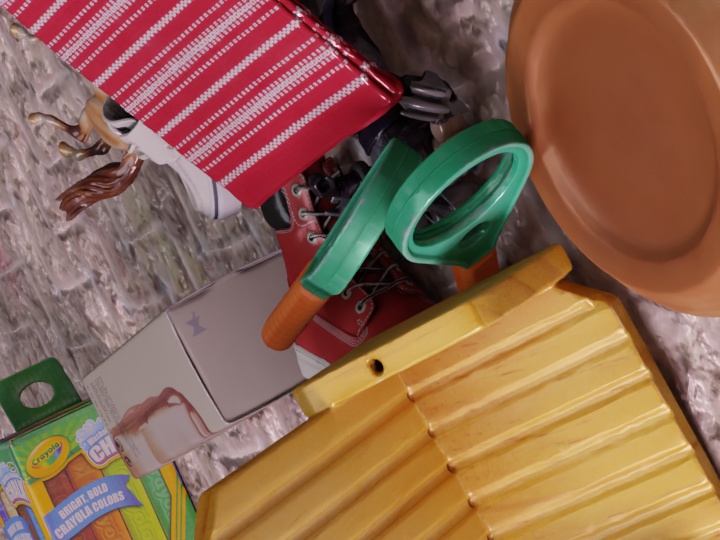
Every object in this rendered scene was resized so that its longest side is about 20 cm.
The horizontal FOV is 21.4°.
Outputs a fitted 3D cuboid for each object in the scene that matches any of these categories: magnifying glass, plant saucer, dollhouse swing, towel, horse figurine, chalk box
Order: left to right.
[{"bbox_3d":[-0.231,0.171,1.560,0.124,0.124,0.201,-22,94,61],"label":"chalk box"},{"bbox_3d":[-0.183,-0.137,1.311,0.132,0.050,0.202,2,106,40],"label":"horse figurine"},{"bbox_3d":[-0.089,-0.121,0.971,0.200,0.023,0.144,39,139,-16],"label":"towel"},{"bbox_3d":[-0.016,-0.005,1.005,0.022,0.080,0.200,30,150,-3],"label":"magnifying glass"},{"bbox_3d":[0.055,-0.018,0.952,0.022,0.079,0.200,50,174,18],"label":"magnifying glass"},{"bbox_3d":[0.054,0.127,0.914,0.181,0.176,0.201,-28,92,29],"label":"dollhouse swing"},{"bbox_3d":[0.129,-0.069,0.866,0.200,0.037,0.201,38,141,40],"label":"plant saucer"}]

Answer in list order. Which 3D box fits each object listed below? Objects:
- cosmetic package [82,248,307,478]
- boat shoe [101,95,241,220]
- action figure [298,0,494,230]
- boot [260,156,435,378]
[{"bbox_3d":[-0.105,0.068,1.295,0.088,0.103,0.200,61,153,4],"label":"cosmetic package"},{"bbox_3d":[-0.131,-0.104,1.206,0.072,0.065,0.201,53,166,44],"label":"boat shoe"},{"bbox_3d":[0.002,-0.088,1.034,0.200,0.069,0.130,53,138,13],"label":"action figure"},{"bbox_3d":[0.000,0.000,1.096,0.200,0.072,0.145,16,123,62],"label":"boot"}]
